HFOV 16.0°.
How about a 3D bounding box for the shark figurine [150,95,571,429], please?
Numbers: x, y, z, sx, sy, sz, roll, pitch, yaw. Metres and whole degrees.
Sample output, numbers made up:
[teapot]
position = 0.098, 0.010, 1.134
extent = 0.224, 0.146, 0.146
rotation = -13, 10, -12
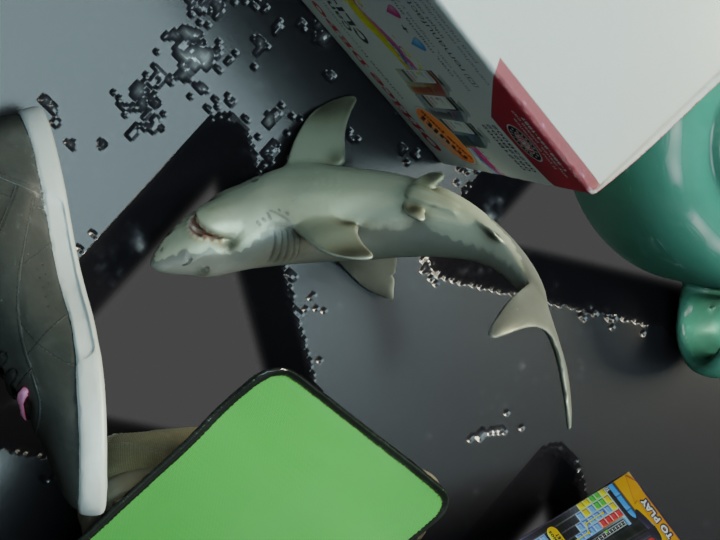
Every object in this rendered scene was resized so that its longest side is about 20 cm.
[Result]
[shark figurine]
position = 0.022, -0.004, 1.250
extent = 0.128, 0.214, 0.090
rotation = -58, 154, -36

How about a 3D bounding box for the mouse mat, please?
[mouse mat]
position = -0.067, 0.142, 1.215
extent = 0.200, 0.008, 0.161
rotation = -43, 135, 6

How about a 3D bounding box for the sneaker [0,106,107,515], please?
[sneaker]
position = -0.174, 0.025, 1.176
extent = 0.099, 0.071, 0.200
rotation = -11, 71, -13

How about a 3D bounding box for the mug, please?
[mug]
position = 0.202, -0.053, 1.301
extent = 0.152, 0.114, 0.185
rotation = -35, 105, -14

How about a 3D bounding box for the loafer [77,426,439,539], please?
[loafer]
position = -0.050, 0.104, 1.248
extent = 0.200, 0.068, 0.076
rotation = 6, 123, -35

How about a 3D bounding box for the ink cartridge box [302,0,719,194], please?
[ink cartridge box]
position = 0.078, -0.140, 1.205
extent = 0.145, 0.200, 0.145
rotation = -44, 106, -9

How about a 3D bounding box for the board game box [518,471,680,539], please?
[board game box]
position = 0.128, 0.217, 1.248
extent = 0.165, 0.057, 0.200
rotation = -26, 74, -44
